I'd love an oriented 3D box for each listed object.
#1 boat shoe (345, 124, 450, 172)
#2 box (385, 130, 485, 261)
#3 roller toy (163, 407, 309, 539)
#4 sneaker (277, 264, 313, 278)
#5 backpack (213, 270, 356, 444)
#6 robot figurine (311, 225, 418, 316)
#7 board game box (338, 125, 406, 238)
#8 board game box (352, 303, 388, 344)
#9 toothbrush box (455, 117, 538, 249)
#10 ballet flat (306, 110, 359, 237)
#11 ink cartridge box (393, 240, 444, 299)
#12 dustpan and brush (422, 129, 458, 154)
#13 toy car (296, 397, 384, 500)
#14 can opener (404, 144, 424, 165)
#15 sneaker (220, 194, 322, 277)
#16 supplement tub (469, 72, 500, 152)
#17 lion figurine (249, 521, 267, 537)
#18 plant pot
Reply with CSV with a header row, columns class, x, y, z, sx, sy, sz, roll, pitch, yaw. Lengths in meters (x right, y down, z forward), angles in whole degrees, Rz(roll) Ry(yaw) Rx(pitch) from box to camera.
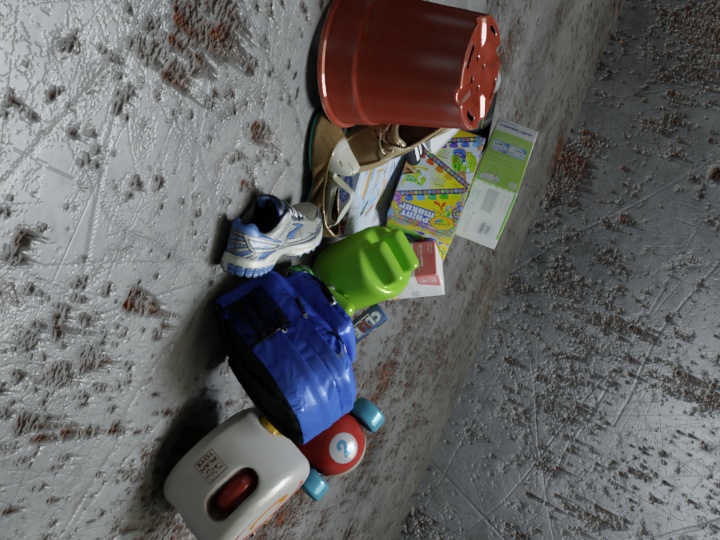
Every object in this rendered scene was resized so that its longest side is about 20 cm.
class,x,y,z,sx,sy,sz,roll,pitch,yaw
boat shoe,0.046,-0.202,1.234,0.072,0.199,0.065,64,11,-5
box,0.128,-0.135,1.513,0.200,0.121,0.194,93,16,-75
roller toy,-0.176,0.288,1.174,0.182,0.140,0.200,-29,161,-49
sneaker,-0.103,0.085,1.282,0.085,0.078,0.201,-34,142,-60
backpack,-0.084,0.111,1.111,0.167,0.200,0.163,-31,148,-12
robot figurine,0.000,0.000,1.332,0.199,0.116,0.175,-22,-167,46
board game box,0.020,-0.166,1.393,0.199,0.041,0.201,-22,133,-65
board game box,-0.023,0.118,1.431,0.135,0.035,0.200,-37,176,-8
toothbrush box,0.254,-0.165,1.566,0.146,0.085,0.201,105,7,-46
ballet flat,-0.040,-0.132,1.215,0.068,0.072,0.201,-40,147,-52
ink cartridge box,0.044,0.006,1.487,0.117,0.198,0.068,58,28,-68
dustpan and brush,0.119,-0.296,1.274,0.140,0.057,0.201,-46,148,-21
toy car,-0.088,0.245,1.398,0.185,0.176,0.200,-48,143,-16
can opener,0.067,-0.260,1.304,0.063,0.078,0.201,-43,129,-53
sneaker,-0.107,-0.062,1.111,0.200,0.077,0.086,-41,144,-55
supplement tub,0.192,-0.298,1.595,0.123,0.122,0.201,-48,153,-44
lion figurine,-0.178,0.360,1.405,0.123,0.072,0.201,-50,152,-59
plant pot,0.074,-0.278,1.126,0.201,0.194,0.202,-42,140,-50
